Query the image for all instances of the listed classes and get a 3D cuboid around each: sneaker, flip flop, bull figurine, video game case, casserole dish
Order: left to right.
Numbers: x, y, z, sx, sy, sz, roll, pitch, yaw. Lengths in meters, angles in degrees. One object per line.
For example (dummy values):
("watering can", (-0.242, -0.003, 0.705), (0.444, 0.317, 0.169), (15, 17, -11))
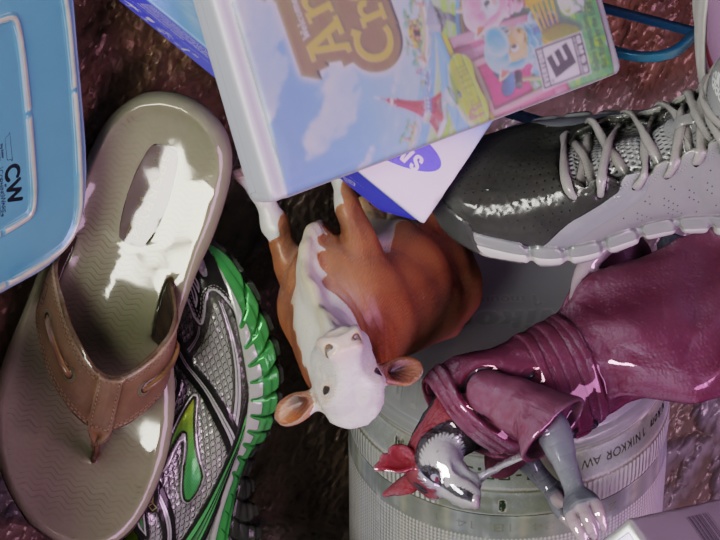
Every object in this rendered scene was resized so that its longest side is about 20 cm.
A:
("casserole dish", (-0.158, -0.061, 1.164), (0.121, 0.039, 0.201), (-30, 135, -36))
("flip flop", (-0.104, 0.022, 1.240), (0.058, 0.081, 0.201), (-110, -141, -81))
("sneaker", (-0.088, 0.074, 1.309), (0.085, 0.078, 0.201), (-9, 114, -33))
("bull figurine", (0.000, 0.000, 1.304), (0.200, 0.065, 0.122), (-24, 97, -70))
("video game case", (0.007, -0.150, 1.186), (0.181, 0.022, 0.201), (-21, 101, -28))
("sneaker", (0.130, -0.064, 1.238), (0.199, 0.075, 0.116), (-4, 147, -8))

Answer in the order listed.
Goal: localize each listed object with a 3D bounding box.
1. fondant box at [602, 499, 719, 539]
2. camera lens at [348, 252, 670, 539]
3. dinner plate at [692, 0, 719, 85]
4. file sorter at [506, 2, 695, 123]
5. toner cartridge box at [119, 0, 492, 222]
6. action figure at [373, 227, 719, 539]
("fondant box", (0.080, 0.183, 1.294), (0.200, 0.058, 0.144), (-39, 165, 17))
("camera lens", (0.073, 0.102, 1.457), (0.160, 0.160, 0.201), (-30, 134, -37))
("dinner plate", (0.187, -0.159, 1.321), (0.200, 0.024, 0.201), (-49, 148, -45))
("file sorter", (0.114, -0.174, 1.332), (0.139, 0.122, 0.201), (-42, 143, -49))
("toner cartridge box", (-0.026, -0.116, 1.211), (0.200, 0.043, 0.095), (38, 82, -25))
("action figure", (0.091, 0.041, 1.279), (0.199, 0.134, 0.150), (-21, 88, -16))
